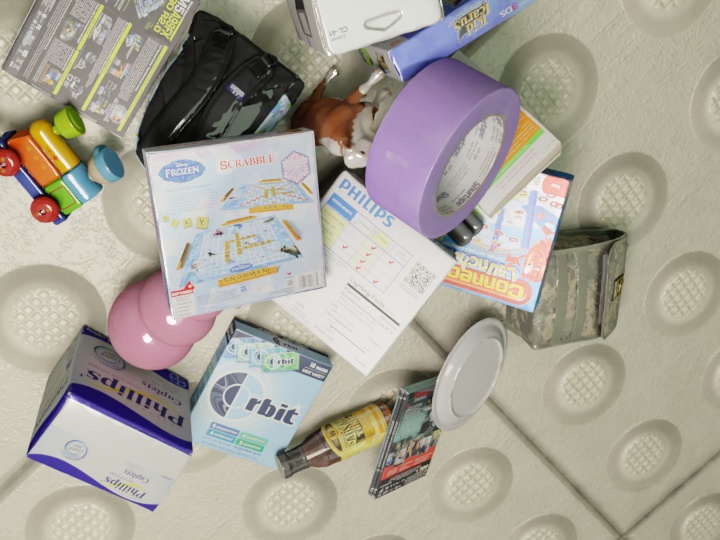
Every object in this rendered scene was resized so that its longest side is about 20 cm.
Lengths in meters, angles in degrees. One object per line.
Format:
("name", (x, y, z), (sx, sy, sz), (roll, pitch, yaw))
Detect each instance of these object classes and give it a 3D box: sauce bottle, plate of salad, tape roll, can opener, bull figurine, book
("sauce bottle", (-0.039, 0.276, 1.160), (0.199, 0.066, 0.067), (-22, 117, -21))
("plate of salad", (0.173, 0.166, 1.178), (0.199, 0.048, 0.202), (-28, 131, -38))
("tape roll", (0.101, -0.145, 0.875), (0.200, 0.085, 0.201), (-41, 152, -27))
("can opener", (0.088, -0.114, 1.023), (0.200, 0.067, 0.053), (45, 59, 6))
("bull figurine", (-0.021, -0.196, 0.924), (0.122, 0.200, 0.065), (-52, 128, -9))
("book", (0.155, -0.187, 0.988), (0.134, 0.048, 0.200), (-43, 72, 6))

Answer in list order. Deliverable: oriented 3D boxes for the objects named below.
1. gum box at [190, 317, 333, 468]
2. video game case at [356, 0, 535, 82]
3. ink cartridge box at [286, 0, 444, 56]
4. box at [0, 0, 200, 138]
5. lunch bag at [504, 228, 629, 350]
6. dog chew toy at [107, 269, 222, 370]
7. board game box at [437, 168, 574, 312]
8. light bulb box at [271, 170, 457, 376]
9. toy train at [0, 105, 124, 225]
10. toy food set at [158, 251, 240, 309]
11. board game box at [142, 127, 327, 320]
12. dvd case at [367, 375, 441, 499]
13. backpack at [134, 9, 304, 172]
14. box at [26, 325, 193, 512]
("gum box", (-0.164, 0.194, 1.122), (0.169, 0.045, 0.201), (25, 102, -23))
("video game case", (0.102, -0.317, 0.911), (0.199, 0.181, 0.046), (-32, 116, -1))
("ink cartridge box", (-0.003, -0.328, 0.867), (0.146, 0.200, 0.086), (-20, 115, -7))
("box", (-0.315, -0.290, 0.883), (0.159, 0.044, 0.201), (29, 102, -24))
("lunch bag", (0.342, 0.024, 1.155), (0.198, 0.118, 0.166), (-7, 110, -17))
("dog chew toy", (-0.250, 0.053, 0.968), (0.199, 0.125, 0.124), (-32, 121, 34))
("board game box", (0.184, -0.064, 1.050), (0.198, 0.056, 0.198), (16, 110, 17))
("light bulb box", (0.000, 0.000, 1.007), (0.198, 0.125, 0.200), (39, 99, 1))
("toy train", (-0.389, -0.165, 0.879), (0.115, 0.085, 0.201), (-27, 117, 10))
("toy food set", (-0.164, -0.061, 1.009), (0.143, 0.060, 0.200), (37, 98, -25))
("board game box", (-0.145, -0.059, 0.869), (0.198, 0.041, 0.201), (-11, 111, -22))
("dvd case", (0.089, 0.272, 1.198), (0.145, 0.022, 0.202), (-7, 119, -49))
("backpack", (-0.190, -0.185, 0.905), (0.162, 0.154, 0.201), (32, 77, -6))
("box", (-0.333, 0.197, 0.988), (0.183, 0.200, 0.105), (34, 99, -25))
